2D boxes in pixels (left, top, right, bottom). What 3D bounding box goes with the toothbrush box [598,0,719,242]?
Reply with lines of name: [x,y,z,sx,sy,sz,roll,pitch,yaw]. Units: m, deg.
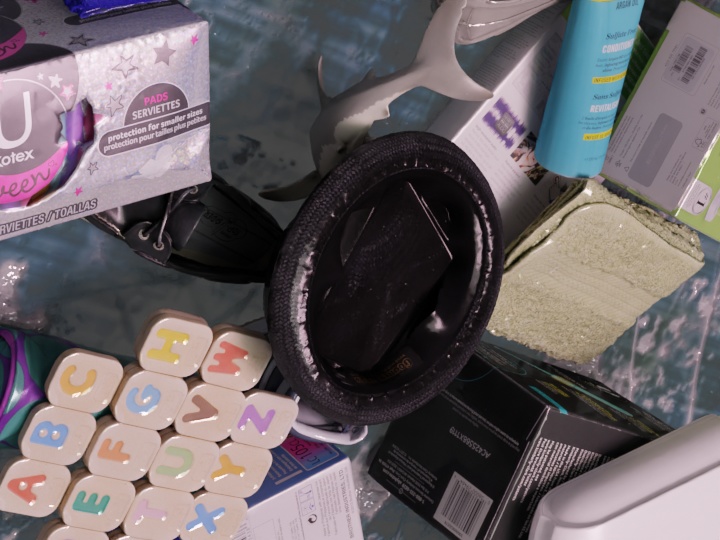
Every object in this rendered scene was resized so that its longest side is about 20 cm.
toothbrush box: [0.278,-0.100,1.795,0.200,0.086,0.146,20,100,-56]

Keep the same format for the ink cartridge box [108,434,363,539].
ink cartridge box: [-0.098,0.212,1.711,0.199,0.076,0.137,-26,125,-26]

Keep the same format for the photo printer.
photo printer: [0.205,0.211,1.737,0.199,0.069,0.167,-21,124,-28]

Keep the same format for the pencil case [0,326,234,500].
pencil case: [-0.177,0.098,1.591,0.199,0.085,0.093,19,110,-40]

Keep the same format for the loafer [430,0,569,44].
loafer: [0.139,-0.224,1.665,0.199,0.070,0.070,-33,166,-19]

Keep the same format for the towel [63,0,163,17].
towel: [-0.113,-0.224,1.455,0.199,0.148,0.050,-12,150,-32]

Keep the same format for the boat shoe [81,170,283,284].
boat shoe: [-0.118,-0.036,1.580,0.199,0.066,0.075,33,91,-42]

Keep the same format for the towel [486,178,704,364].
towel: [0.166,0.006,1.783,0.148,0.037,0.200,-43,148,17]

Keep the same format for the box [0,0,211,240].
box: [-0.204,-0.103,1.438,0.199,0.132,0.115,-18,125,-28]

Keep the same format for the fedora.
fedora: [0.000,0.000,1.591,0.200,0.091,0.202,-8,103,-37]

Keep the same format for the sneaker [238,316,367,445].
sneaker: [0.004,0.057,1.688,0.199,0.108,0.071,-24,125,-25]

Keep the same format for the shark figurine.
shark figurine: [-0.003,-0.114,1.603,0.127,0.090,0.215,-6,157,-19]

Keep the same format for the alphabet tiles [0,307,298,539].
alphabet tiles: [-0.137,0.121,1.565,0.195,0.015,0.201,16,108,-38]

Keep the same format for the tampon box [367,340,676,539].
tampon box: [0.138,0.148,1.803,0.199,0.150,0.127,19,100,-40]

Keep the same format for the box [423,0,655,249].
box: [0.136,-0.109,1.752,0.200,0.036,0.144,-48,131,-5]

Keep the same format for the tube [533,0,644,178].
tube: [0.168,-0.164,1.674,0.077,0.050,0.201,-23,134,-47]
